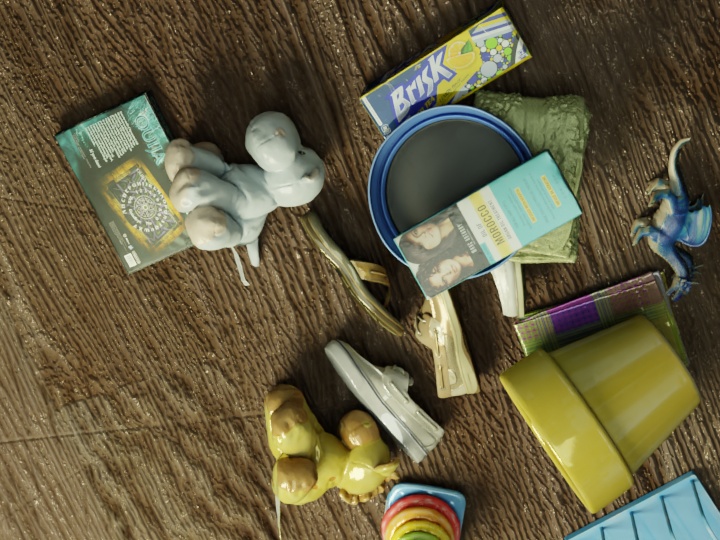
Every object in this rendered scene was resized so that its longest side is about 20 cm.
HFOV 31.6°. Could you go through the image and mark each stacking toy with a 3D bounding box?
[{"bbox_3d":[0.077,0.374,1.653,0.109,0.200,0.117,8,112,2],"label":"stacking toy"}]

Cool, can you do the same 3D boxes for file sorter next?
[{"bbox_3d":[0.393,0.389,1.672,0.199,0.123,0.139,-32,105,15],"label":"file sorter"}]

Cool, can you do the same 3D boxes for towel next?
[{"bbox_3d":[0.311,0.091,1.624,0.199,0.023,0.144,-20,108,13],"label":"towel"},{"bbox_3d":[0.190,-0.109,1.498,0.147,0.036,0.202,5,98,9],"label":"towel"}]

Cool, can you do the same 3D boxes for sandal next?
[{"bbox_3d":[0.000,0.000,1.599,0.054,0.080,0.200,-38,99,-5],"label":"sandal"}]

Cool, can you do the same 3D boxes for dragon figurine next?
[{"bbox_3d":[0.390,-0.065,1.539,0.099,0.059,0.201,16,111,-1],"label":"dragon figurine"}]

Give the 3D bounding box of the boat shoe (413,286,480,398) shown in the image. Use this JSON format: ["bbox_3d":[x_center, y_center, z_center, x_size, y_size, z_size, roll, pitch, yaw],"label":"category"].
[{"bbox_3d":[0.099,0.073,1.610,0.064,0.071,0.201,-14,109,9],"label":"boat shoe"}]

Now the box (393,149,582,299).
[{"bbox_3d":[0.143,-0.052,1.430,0.199,0.049,0.083,-30,91,12],"label":"box"}]

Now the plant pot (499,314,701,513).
[{"bbox_3d":[0.300,0.159,1.547,0.188,0.201,0.201,-34,104,0],"label":"plant pot"}]

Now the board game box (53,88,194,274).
[{"bbox_3d":[-0.278,-0.110,1.601,0.135,0.028,0.201,-22,106,12],"label":"board game box"}]

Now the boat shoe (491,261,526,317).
[{"bbox_3d":[0.162,-0.038,1.568,0.068,0.075,0.201,-9,99,10],"label":"boat shoe"}]

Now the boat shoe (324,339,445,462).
[{"bbox_3d":[0.036,0.156,1.657,0.070,0.071,0.200,-42,99,-10],"label":"boat shoe"}]

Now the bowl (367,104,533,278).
[{"bbox_3d":[0.109,-0.091,1.477,0.199,0.039,0.202,1,97,10],"label":"bowl"}]

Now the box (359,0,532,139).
[{"bbox_3d":[0.099,-0.233,1.502,0.199,0.064,0.070,-31,104,14],"label":"box"}]

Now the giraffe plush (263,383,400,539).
[{"bbox_3d":[-0.034,0.242,1.650,0.161,0.173,0.201,-6,109,-8],"label":"giraffe plush"}]

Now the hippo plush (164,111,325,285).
[{"bbox_3d":[-0.124,-0.097,1.522,0.160,0.159,0.201,-27,105,15],"label":"hippo plush"}]
